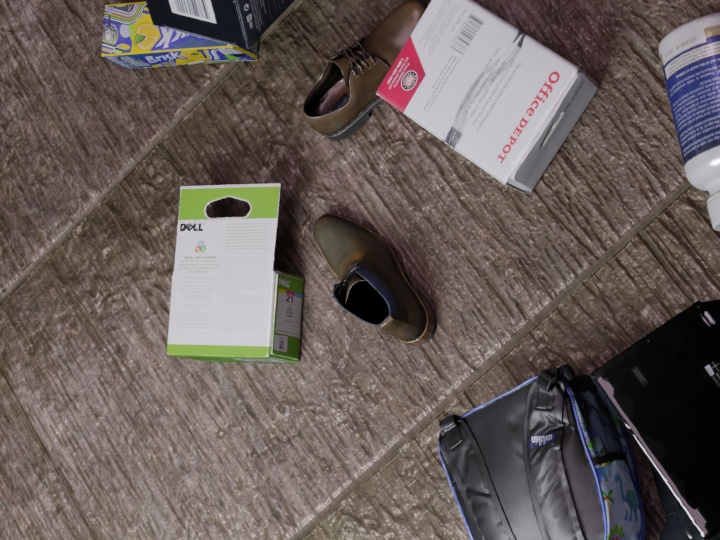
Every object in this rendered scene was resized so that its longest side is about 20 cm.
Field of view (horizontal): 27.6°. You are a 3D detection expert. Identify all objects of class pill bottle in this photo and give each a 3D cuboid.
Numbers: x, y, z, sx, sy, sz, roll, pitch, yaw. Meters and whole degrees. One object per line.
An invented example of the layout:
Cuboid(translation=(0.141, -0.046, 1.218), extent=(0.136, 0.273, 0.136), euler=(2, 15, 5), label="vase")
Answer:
Cuboid(translation=(0.373, -0.147, 1.475), extent=(0.110, 0.111, 0.203), euler=(-16, 76, 24), label="pill bottle")

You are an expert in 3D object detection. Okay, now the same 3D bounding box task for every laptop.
Cuboid(translation=(0.355, 0.134, 1.407), extent=(0.199, 0.116, 0.188), euler=(-33, 68, -2), label="laptop")

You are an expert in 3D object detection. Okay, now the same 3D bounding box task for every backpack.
Cuboid(translation=(0.196, 0.222, 1.484), extent=(0.182, 0.146, 0.203), euler=(-30, 66, 34), label="backpack")

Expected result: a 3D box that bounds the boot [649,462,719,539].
Cuboid(translation=(0.321, 0.236, 1.462), extent=(0.075, 0.201, 0.170), euler=(4, 47, -12), label="boot")

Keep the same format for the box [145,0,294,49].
Cuboid(translation=(-0.145, -0.370, 1.720), extent=(0.146, 0.105, 0.200), euler=(18, 51, 28), label="box")

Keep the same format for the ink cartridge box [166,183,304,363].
Cuboid(translation=(-0.144, 0.005, 1.735), extent=(0.146, 0.076, 0.203), euler=(0, 81, 27), label="ink cartridge box")

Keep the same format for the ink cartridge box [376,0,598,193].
Cuboid(translation=(0.140, -0.199, 1.615), extent=(0.199, 0.083, 0.146), euler=(37, 99, 26), label="ink cartridge box")

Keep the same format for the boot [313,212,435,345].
Cuboid(translation=(0.000, 0.000, 1.650), extent=(0.075, 0.097, 0.200), euler=(-49, 65, 12), label="boot")

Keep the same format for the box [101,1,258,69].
Cuboid(translation=(-0.224, -0.296, 1.825), extent=(0.197, 0.064, 0.071), euler=(1, 83, 26), label="box")

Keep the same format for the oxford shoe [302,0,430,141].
Cuboid(translation=(0.010, -0.235, 1.687), extent=(0.200, 0.084, 0.073), euler=(-49, 64, 11), label="oxford shoe")
